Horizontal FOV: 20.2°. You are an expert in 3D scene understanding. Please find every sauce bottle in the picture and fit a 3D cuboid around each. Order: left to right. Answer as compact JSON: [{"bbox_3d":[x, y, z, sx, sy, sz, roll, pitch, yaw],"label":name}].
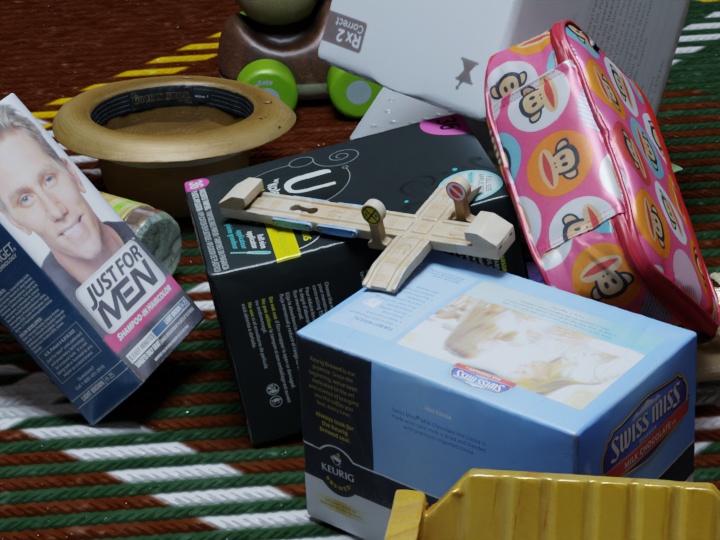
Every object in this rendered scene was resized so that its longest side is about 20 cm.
[{"bbox_3d":[-0.227,-0.035,1.519,0.198,0.065,0.065,16,32,30],"label":"sauce bottle"}]

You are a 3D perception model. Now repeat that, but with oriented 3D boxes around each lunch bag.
[{"bbox_3d":[0.158,-0.042,1.285,0.081,0.176,0.202,-26,59,20],"label":"lunch bag"}]

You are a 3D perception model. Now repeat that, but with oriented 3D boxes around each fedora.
[{"bbox_3d":[-0.148,-0.094,1.608,0.198,0.083,0.201,1,23,0],"label":"fedora"}]

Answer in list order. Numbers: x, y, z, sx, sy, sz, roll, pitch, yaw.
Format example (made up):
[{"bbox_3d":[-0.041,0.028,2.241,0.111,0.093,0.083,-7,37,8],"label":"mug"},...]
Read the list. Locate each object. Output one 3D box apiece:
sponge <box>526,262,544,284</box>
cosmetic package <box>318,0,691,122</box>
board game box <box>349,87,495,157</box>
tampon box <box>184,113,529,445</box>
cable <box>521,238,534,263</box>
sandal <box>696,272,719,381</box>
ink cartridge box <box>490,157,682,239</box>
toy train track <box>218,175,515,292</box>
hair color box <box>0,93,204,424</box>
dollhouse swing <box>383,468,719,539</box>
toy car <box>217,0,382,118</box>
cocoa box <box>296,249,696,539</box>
[{"bbox_3d":[0.141,0.051,1.357,0.110,0.030,0.201,-3,28,0],"label":"sponge"},{"bbox_3d":[0.109,-0.192,1.427,0.164,0.167,0.199,24,11,40],"label":"cosmetic package"},{"bbox_3d":[0.113,-0.126,1.575,0.198,0.026,0.200,5,30,16],"label":"board game box"},{"bbox_3d":[0.000,0.000,1.330,0.198,0.127,0.150,-15,27,-5],"label":"tampon box"},{"bbox_3d":[0.066,-0.024,1.454,0.198,0.097,0.051,-5,70,4],"label":"cable"},{"bbox_3d":[0.268,0.009,1.349,0.210,0.070,0.077,-15,37,-39],"label":"sandal"},{"bbox_3d":[0.150,-0.075,1.568,0.103,0.060,0.200,-17,30,-25],"label":"ink cartridge box"},{"bbox_3d":[-0.001,-0.039,1.233,0.198,0.033,0.115,9,39,30],"label":"toy train track"},{"bbox_3d":[-0.203,-0.009,1.332,0.060,0.200,0.100,-37,7,33],"label":"hair color box"},{"bbox_3d":[0.098,0.202,0.928,0.198,0.184,0.176,3,7,9],"label":"dollhouse swing"},{"bbox_3d":[-0.053,-0.253,1.777,0.156,0.202,0.165,-5,27,-5],"label":"toy car"},{"bbox_3d":[0.078,0.090,1.170,0.199,0.133,0.133,18,35,35],"label":"cocoa box"}]
